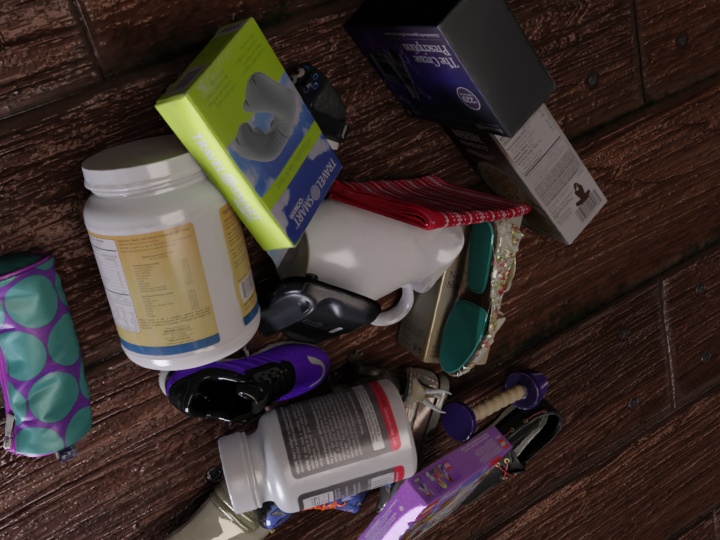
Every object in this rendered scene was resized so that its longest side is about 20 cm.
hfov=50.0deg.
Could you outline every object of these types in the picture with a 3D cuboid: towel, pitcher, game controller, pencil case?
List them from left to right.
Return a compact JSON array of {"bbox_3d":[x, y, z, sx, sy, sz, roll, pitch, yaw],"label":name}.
[{"bbox_3d":[-0.323,0.084,0.754,0.092,0.085,0.202,-30,121,-49],"label":"pencil case"},{"bbox_3d":[-0.055,0.044,0.820,0.103,0.200,0.043,10,75,-20],"label":"game controller"},{"bbox_3d":[0.000,0.000,0.890,0.199,0.121,0.173,-1,126,-34],"label":"pitcher"},{"bbox_3d":[0.078,-0.078,0.844,0.199,0.144,0.023,-11,116,-49],"label":"towel"}]

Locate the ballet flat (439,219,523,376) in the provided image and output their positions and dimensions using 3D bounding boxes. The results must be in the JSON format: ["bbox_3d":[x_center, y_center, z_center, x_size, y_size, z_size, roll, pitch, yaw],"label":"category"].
[{"bbox_3d":[0.149,0.032,0.912,0.064,0.076,0.202,3,108,-35],"label":"ballet flat"}]

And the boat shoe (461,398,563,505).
[{"bbox_3d":[0.204,0.261,1.106,0.201,0.063,0.074,-42,123,-8],"label":"boat shoe"}]

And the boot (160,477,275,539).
[{"bbox_3d":[-0.153,0.358,0.944,0.155,0.072,0.200,-44,120,-11],"label":"boot"}]

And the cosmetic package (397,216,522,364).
[{"bbox_3d":[0.124,0.012,0.975,0.103,0.073,0.202,4,105,-29],"label":"cosmetic package"}]

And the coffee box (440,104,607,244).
[{"bbox_3d":[0.197,-0.136,0.942,0.080,0.114,0.200,-48,120,-6],"label":"coffee box"}]

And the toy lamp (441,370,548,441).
[{"bbox_3d":[0.190,0.178,1.048,0.199,0.058,0.059,-13,113,-43],"label":"toy lamp"}]

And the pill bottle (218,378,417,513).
[{"bbox_3d":[-0.047,0.195,0.837,0.198,0.111,0.112,-14,113,-10],"label":"pill bottle"}]

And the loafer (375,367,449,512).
[{"bbox_3d":[0.053,0.223,1.017,0.062,0.072,0.201,21,89,-15],"label":"loafer"}]

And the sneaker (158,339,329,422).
[{"bbox_3d":[-0.117,0.133,0.868,0.198,0.099,0.070,-6,107,-25],"label":"sneaker"}]

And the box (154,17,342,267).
[{"bbox_3d":[-0.091,-0.115,0.727,0.201,0.047,0.122,56,46,-34],"label":"box"}]

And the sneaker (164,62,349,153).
[{"bbox_3d":[-0.098,-0.178,0.803,0.199,0.073,0.113,26,89,-39],"label":"sneaker"}]

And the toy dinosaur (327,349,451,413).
[{"bbox_3d":[0.000,0.160,0.940,0.199,0.102,0.078,-25,116,-20],"label":"toy dinosaur"}]

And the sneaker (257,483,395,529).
[{"bbox_3d":[-0.031,0.261,0.928,0.199,0.075,0.079,-22,87,-26],"label":"sneaker"}]

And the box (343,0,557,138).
[{"bbox_3d":[0.087,-0.224,0.802,0.079,0.200,0.141,-49,120,-6],"label":"box"}]

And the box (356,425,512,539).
[{"bbox_3d":[0.091,0.275,0.947,0.199,0.039,0.137,-13,143,-51],"label":"box"}]

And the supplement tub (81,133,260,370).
[{"bbox_3d":[-0.184,-0.021,0.758,0.144,0.144,0.202,-18,114,-22],"label":"supplement tub"}]
